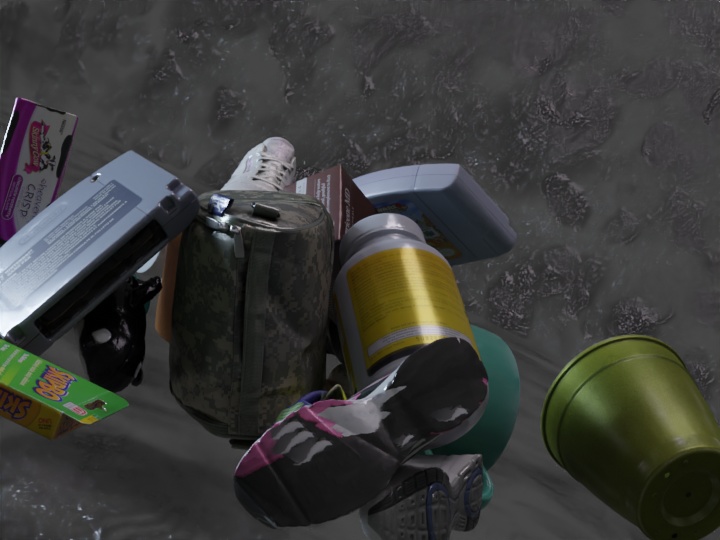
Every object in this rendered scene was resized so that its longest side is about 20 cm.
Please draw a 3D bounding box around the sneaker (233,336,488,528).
[{"bbox_3d":[0.001,0.127,0.857,0.081,0.199,0.086,62,-21,12],"label":"sneaker"}]

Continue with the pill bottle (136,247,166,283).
[{"bbox_3d":[-0.186,-0.008,1.514,0.199,0.113,0.112,20,6,-35],"label":"pill bottle"}]

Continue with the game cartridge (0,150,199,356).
[{"bbox_3d":[-0.235,-0.014,0.970,0.133,0.200,0.042,27,-24,55],"label":"game cartridge"}]

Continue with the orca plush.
[{"bbox_3d":[-0.192,0.035,1.020,0.106,0.071,0.200,59,7,-10],"label":"orca plush"}]

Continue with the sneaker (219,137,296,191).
[{"bbox_3d":[-0.106,-0.091,1.221,0.074,0.100,0.200,24,6,-10],"label":"sneaker"}]

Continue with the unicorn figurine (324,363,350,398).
[{"bbox_3d":[0.023,0.122,1.318,0.136,0.075,0.199,14,4,38],"label":"unicorn figurine"}]

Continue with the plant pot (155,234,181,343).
[{"bbox_3d":[-0.132,0.024,1.270,0.198,0.141,0.200,24,4,-2],"label":"plant pot"}]

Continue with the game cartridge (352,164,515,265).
[{"bbox_3d":[0.045,-0.050,1.240,0.199,0.042,0.133,-12,-37,39],"label":"game cartridge"}]

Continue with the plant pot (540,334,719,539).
[{"bbox_3d":[0.336,0.209,1.376,0.199,0.202,0.193,21,18,-23],"label":"plant pot"}]

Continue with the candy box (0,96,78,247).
[{"bbox_3d":[-0.323,-0.075,1.151,0.060,0.138,0.200,17,-8,-15],"label":"candy box"}]

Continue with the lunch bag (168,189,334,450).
[{"bbox_3d":[-0.090,0.031,1.008,0.138,0.202,0.168,4,11,-7],"label":"lunch bag"}]

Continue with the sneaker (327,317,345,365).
[{"bbox_3d":[-0.026,0.070,1.313,0.074,0.079,0.200,51,4,-16],"label":"sneaker"}]

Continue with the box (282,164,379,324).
[{"bbox_3d":[0.000,0.000,1.187,0.200,0.074,0.101,47,32,-42],"label":"box"}]

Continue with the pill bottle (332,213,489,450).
[{"bbox_3d":[0.036,0.045,1.017,0.111,0.112,0.201,21,35,-29],"label":"pill bottle"}]

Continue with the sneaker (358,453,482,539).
[{"bbox_3d":[0.035,0.181,0.924,0.086,0.075,0.200,4,-3,20],"label":"sneaker"}]

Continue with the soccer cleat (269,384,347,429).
[{"bbox_3d":[-0.021,0.133,0.968,0.064,0.084,0.200,24,5,16],"label":"soccer cleat"}]

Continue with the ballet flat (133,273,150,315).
[{"bbox_3d":[-0.271,0.021,1.110,0.068,0.069,0.200,12,1,19],"label":"ballet flat"}]

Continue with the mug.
[{"bbox_3d":[0.066,0.121,1.112,0.114,0.153,0.185,19,6,-30],"label":"mug"}]

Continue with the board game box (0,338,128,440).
[{"bbox_3d":[-0.267,0.067,0.841,0.198,0.030,0.096,22,5,6],"label":"board game box"}]
